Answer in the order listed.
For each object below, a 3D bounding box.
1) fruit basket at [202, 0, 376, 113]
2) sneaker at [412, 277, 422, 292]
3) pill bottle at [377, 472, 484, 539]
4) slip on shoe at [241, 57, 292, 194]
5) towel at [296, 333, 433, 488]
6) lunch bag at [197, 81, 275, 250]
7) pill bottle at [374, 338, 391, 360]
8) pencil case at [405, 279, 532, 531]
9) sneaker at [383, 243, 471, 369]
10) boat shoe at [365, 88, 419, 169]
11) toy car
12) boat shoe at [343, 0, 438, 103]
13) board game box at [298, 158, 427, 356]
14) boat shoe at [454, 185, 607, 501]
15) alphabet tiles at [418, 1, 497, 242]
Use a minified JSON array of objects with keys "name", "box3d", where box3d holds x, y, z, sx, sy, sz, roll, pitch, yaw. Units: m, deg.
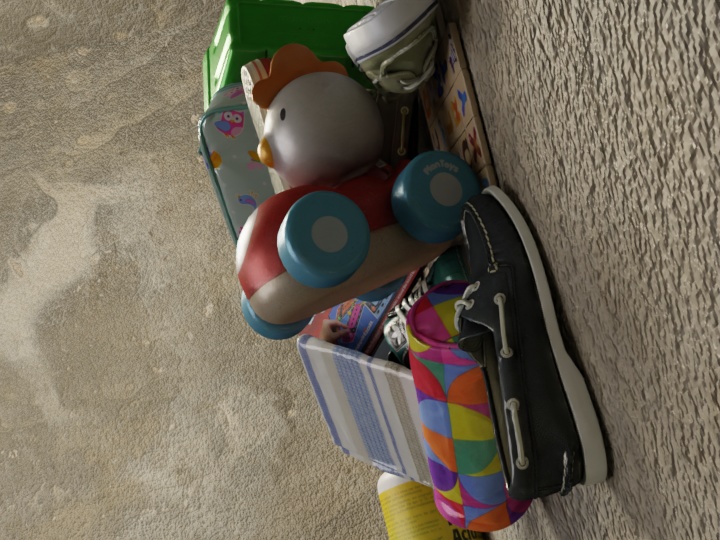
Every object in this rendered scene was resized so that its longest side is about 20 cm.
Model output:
[{"name":"fruit basket","box3d":[-0.068,-0.170,0.971,0.217,0.212,0.157,81,179,-50]},{"name":"sneaker","box3d":[0.034,0.028,1.100,0.081,0.082,0.203,-126,24,-78]},{"name":"pill bottle","box3d":[0.082,0.287,1.085,0.112,0.110,0.203,87,168,-69]},{"name":"slip on shoe","box3d":[-0.048,-0.089,0.793,0.074,0.060,0.203,-140,33,-65]},{"name":"towel","box3d":[0.029,0.134,0.833,0.198,0.024,0.148,12,131,44]},{"name":"lunch bag","box3d":[-0.070,-0.095,0.889,0.077,0.158,0.202,-72,-26,-54]},{"name":"pill bottle","box3d":[0.041,0.108,0.988,0.200,0.111,0.114,58,-163,-77]},{"name":"pencil case","box3d":[0.086,0.101,0.677,0.089,0.087,0.202,-110,10,-56]},{"name":"sneaker","box3d":[0.062,0.047,0.785,0.201,0.079,0.072,90,165,-61]},{"name":"boat shoe","box3d":[0.036,-0.071,0.856,0.072,0.059,0.204,-54,-41,-58]},{"name":"toy car","box3d":[-0.035,-0.076,0.697,0.202,0.175,0.184,65,158,10]},{"name":"boat shoe","box3d":[0.031,-0.164,0.668,0.062,0.072,0.200,53,-177,-8]},{"name":"board game box","box3d":[0.000,0.000,0.844,0.103,0.019,0.201,39,123,17]},{"name":"boat shoe","box3d":[0.088,0.038,0.554,0.076,0.059,0.202,83,173,-57]},{"name":"alphabet tiles","box3d":[0.066,-0.129,0.698,0.167,0.007,0.203,121,135,-84]}]
